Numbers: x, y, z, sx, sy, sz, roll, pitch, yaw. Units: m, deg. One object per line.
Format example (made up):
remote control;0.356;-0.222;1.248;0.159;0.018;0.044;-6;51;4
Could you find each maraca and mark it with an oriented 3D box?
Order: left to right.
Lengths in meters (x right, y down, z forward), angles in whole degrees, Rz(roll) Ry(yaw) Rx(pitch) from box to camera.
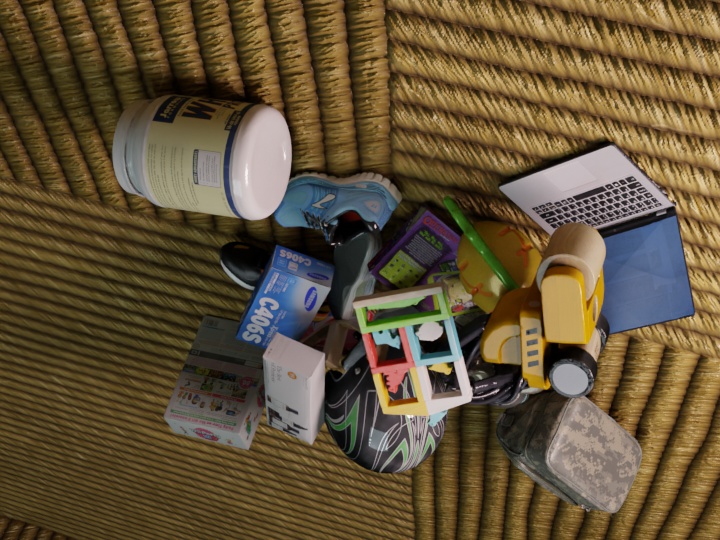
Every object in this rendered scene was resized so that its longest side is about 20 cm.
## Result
maraca;0.171;-0.014;1.563;0.200;0.107;0.137;49;-176;-24

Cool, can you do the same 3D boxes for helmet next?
helmet;0.043;0.206;1.833;0.199;0.202;0.190;32;160;-19

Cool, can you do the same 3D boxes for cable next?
cable;0.209;0.116;1.691;0.199;0.051;0.164;-35;128;6

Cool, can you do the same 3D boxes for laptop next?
laptop;0.283;-0.029;1.463;0.199;0.117;0.186;38;146;-27

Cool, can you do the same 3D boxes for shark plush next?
shark plush;0.050;0.074;1.740;0.198;0.084;0.091;-26;130;4

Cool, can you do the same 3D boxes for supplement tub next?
supplement tub;-0.202;-0.148;1.548;0.197;0.147;0.146;9;149;20

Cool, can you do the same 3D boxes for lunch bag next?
lunch bag;0.331;0.291;1.947;0.199;0.141;0.167;37;163;-25

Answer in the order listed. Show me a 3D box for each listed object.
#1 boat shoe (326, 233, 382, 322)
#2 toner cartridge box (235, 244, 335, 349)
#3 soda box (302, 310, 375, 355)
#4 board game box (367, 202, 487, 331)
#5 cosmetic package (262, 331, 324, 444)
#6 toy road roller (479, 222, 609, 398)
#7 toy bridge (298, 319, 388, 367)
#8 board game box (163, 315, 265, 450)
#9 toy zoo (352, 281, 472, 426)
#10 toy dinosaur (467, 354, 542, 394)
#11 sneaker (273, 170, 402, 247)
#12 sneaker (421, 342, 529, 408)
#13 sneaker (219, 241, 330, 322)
boat shoe;0.000;0.002;1.738;0.064;0.075;0.203;-14;145;-23
toner cartridge box;-0.114;0.049;1.790;0.094;0.044;0.201;18;141;-10
soda box;-0.072;0.089;1.914;0.197;0.071;0.063;6;165;23
board game box;0.119;0.010;1.653;0.199;0.032;0.120;37;110;-25
cosmetic package;-0.098;0.179;1.794;0.081;0.051;0.201;20;146;13
toy road roller;0.218;0.048;1.449;0.144;0.123;0.203;4;120;20
toy bridge;-0.038;0.108;1.764;0.198;0.068;0.027;-8;149;43
board game box;-0.229;0.189;2.056;0.145;0.202;0.065;10;149;19
toy zoo;0.075;0.122;1.651;0.129;0.020;0.203;-9;107;18
toy dinosaur;0.240;0.147;1.792;0.197;0.103;0.077;11;150;19
sneaker;-0.044;-0.078;1.615;0.198;0.091;0.078;-3;143;38
sneaker;0.174;0.171;1.900;0.198;0.077;0.079;21;-178;29
sneaker;-0.114;-0.002;1.822;0.198;0.071;0.090;30;136;-16
